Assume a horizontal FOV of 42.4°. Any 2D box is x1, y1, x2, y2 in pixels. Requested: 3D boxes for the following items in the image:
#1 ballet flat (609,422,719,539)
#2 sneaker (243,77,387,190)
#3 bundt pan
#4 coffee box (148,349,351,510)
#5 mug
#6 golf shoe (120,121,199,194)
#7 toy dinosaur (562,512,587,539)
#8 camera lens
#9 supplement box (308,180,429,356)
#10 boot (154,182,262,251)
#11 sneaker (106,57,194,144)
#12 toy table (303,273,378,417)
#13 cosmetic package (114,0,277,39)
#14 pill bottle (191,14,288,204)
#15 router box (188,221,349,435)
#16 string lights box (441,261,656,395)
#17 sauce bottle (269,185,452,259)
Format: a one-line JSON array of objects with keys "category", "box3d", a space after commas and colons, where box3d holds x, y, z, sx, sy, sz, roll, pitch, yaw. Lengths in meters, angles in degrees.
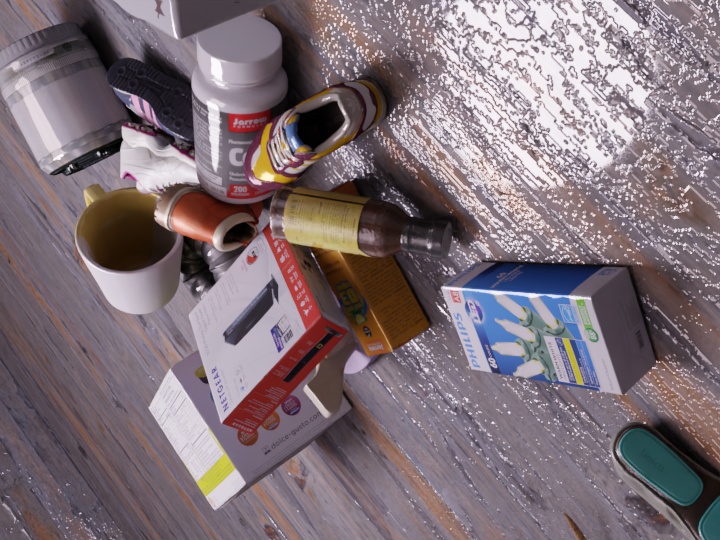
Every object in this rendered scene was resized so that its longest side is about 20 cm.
[{"category": "ballet flat", "box3d": [0.317, 0.220, 0.866, 0.200, 0.067, 0.064, 44, 173, 25]}, {"category": "sneaker", "box3d": [-0.068, -0.143, 0.996, 0.199, 0.090, 0.075, -31, 90, 33]}, {"category": "bundt pan", "box3d": [-0.215, -0.008, 1.395, 0.201, 0.075, 0.203, 36, 143, 33]}, {"category": "coffee box", "box3d": [-0.172, 0.206, 1.397, 0.198, 0.199, 0.200, 54, 149, 8]}, {"category": "mug", "box3d": [-0.327, -0.030, 1.357, 0.154, 0.148, 0.188, 96, 168, -56]}, {"category": "golf shoe", "box3d": [-0.261, -0.139, 1.290, 0.199, 0.075, 0.092, 26, 103, 33]}, {"category": "toy dinosaur", "box3d": [0.297, 0.357, 1.019, 0.199, 0.060, 0.107, 33, 116, 28]}, {"category": "camera lens", "box3d": [-0.457, -0.260, 1.439, 0.159, 0.159, 0.201, -10, 109, 57]}, {"category": "supplement box", "box3d": [0.000, 0.000, 1.107, 0.201, 0.069, 0.066, 60, 150, -5]}, {"category": "boot", "box3d": [-0.165, -0.064, 1.195, 0.106, 0.200, 0.076, 25, 107, 18]}, {"category": "sneaker", "box3d": [-0.269, -0.228, 1.312, 0.200, 0.070, 0.082, 38, 169, 25]}, {"category": "toy table", "box3d": [-0.056, 0.088, 1.214, 0.184, 0.117, 0.201, 42, 146, 25]}, {"category": "cosmetic package", "box3d": [-0.152, -0.353, 0.891, 0.164, 0.199, 0.166, 34, 141, 33]}, {"category": "pill bottle", "box3d": [-0.142, -0.188, 1.100, 0.114, 0.113, 0.201, 40, 144, 28]}, {"category": "router box", "box3d": [-0.116, 0.063, 1.116, 0.049, 0.180, 0.201, 31, -161, -38]}, {"category": "string lights box", "box3d": [0.178, 0.051, 0.905, 0.199, 0.059, 0.104, 2, 120, 54]}, {"category": "sauce bottle", "box3d": [0.000, -0.048, 1.009, 0.198, 0.065, 0.065, 12, 130, 20]}]
